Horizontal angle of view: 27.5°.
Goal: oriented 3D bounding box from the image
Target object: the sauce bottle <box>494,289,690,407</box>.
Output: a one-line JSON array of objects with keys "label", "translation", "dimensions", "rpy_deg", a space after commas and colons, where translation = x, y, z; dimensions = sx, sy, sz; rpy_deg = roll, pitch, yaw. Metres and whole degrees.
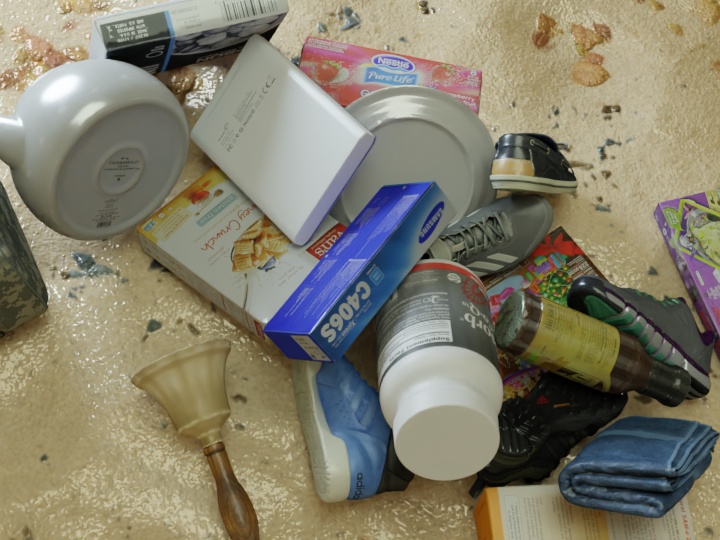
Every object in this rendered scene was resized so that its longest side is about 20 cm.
[{"label": "sauce bottle", "translation": [0.227, 0.081, 1.419], "dimensions": [0.199, 0.065, 0.065], "rpy_deg": [23, 60, -15]}]

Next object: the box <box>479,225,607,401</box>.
[{"label": "box", "translation": [0.173, 0.058, 1.520], "dimensions": [0.199, 0.039, 0.137], "rpy_deg": [-32, 71, -21]}]

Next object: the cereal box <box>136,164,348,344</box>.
[{"label": "cereal box", "translation": [-0.111, -0.027, 1.502], "dimensions": [0.199, 0.040, 0.144], "rpy_deg": [33, 61, 30]}]

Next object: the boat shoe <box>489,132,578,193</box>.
[{"label": "boat shoe", "translation": [0.183, -0.111, 1.533], "dimensions": [0.074, 0.200, 0.063], "rpy_deg": [2, 92, 21]}]

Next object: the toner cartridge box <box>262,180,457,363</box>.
[{"label": "toner cartridge box", "translation": [0.000, 0.000, 1.412], "dimensions": [0.043, 0.095, 0.200], "rpy_deg": [49, 67, -23]}]

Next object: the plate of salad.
[{"label": "plate of salad", "translation": [0.045, -0.097, 1.530], "dimensions": [0.198, 0.202, 0.048], "rpy_deg": [-1, 21, -7]}]

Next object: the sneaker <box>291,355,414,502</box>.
[{"label": "sneaker", "translation": [0.000, 0.130, 1.444], "dimensions": [0.110, 0.077, 0.201], "rpy_deg": [-3, 54, -17]}]

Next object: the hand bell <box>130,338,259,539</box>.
[{"label": "hand bell", "translation": [-0.138, 0.178, 1.405], "dimensions": [0.103, 0.104, 0.201], "rpy_deg": [-19, 77, -16]}]

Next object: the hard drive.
[{"label": "hard drive", "translation": [-0.083, -0.136, 1.501], "dimensions": [0.200, 0.025, 0.132], "rpy_deg": [44, 106, 35]}]

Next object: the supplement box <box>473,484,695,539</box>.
[{"label": "supplement box", "translation": [0.215, 0.271, 1.392], "dimensions": [0.198, 0.074, 0.127], "rpy_deg": [-1, 62, -7]}]

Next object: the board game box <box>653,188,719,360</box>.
[{"label": "board game box", "translation": [0.409, 0.003, 1.585], "dimensions": [0.119, 0.032, 0.201], "rpy_deg": [-11, 64, -16]}]

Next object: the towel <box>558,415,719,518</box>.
[{"label": "towel", "translation": [0.263, 0.177, 1.384], "dimensions": [0.111, 0.200, 0.049], "rpy_deg": [3, 100, 25]}]

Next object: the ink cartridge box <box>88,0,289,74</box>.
[{"label": "ink cartridge box", "translation": [-0.188, -0.245, 1.564], "dimensions": [0.197, 0.200, 0.044], "rpy_deg": [-16, 88, -14]}]

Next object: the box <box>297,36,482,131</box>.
[{"label": "box", "translation": [0.025, -0.169, 1.583], "dimensions": [0.198, 0.100, 0.096], "rpy_deg": [11, 52, 0]}]

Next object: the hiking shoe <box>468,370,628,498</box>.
[{"label": "hiking shoe", "translation": [0.180, 0.156, 1.446], "dimensions": [0.199, 0.101, 0.076], "rpy_deg": [-17, 55, -39]}]

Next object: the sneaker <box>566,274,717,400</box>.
[{"label": "sneaker", "translation": [0.286, 0.048, 1.488], "dimensions": [0.200, 0.074, 0.088], "rpy_deg": [40, 58, -28]}]

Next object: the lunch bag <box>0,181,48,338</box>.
[{"label": "lunch bag", "translation": [-0.420, -0.012, 1.438], "dimensions": [0.167, 0.139, 0.201], "rpy_deg": [-29, 66, 0]}]

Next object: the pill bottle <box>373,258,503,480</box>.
[{"label": "pill bottle", "translation": [0.073, 0.091, 1.370], "dimensions": [0.115, 0.117, 0.201], "rpy_deg": [3, 38, -5]}]

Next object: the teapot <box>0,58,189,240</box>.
[{"label": "teapot", "translation": [-0.278, -0.139, 1.489], "dimensions": [0.197, 0.200, 0.146], "rpy_deg": [-43, 57, -10]}]

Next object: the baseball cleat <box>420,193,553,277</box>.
[{"label": "baseball cleat", "translation": [0.105, -0.020, 1.484], "dimensions": [0.199, 0.106, 0.070], "rpy_deg": [-29, 83, 4]}]
